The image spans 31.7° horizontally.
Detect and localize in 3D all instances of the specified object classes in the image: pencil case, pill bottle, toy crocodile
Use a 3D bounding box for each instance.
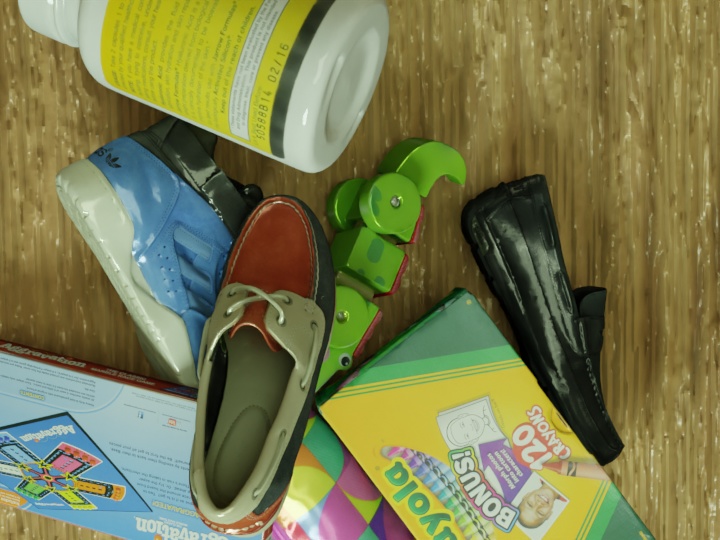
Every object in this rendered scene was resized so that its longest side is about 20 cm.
[{"bbox_3d":[-0.015,0.175,0.818,0.088,0.088,0.200,-42,101,-4],"label":"pencil case"},{"bbox_3d":[-0.093,-0.142,0.735,0.199,0.111,0.112,23,91,12],"label":"pill bottle"},{"bbox_3d":[0.000,0.000,0.800,0.062,0.067,0.201,32,75,-22],"label":"toy crocodile"}]

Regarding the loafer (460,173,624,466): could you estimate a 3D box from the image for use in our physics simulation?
[{"bbox_3d":[0.134,0.033,0.839,0.070,0.068,0.201,-25,96,1],"label":"loafer"}]

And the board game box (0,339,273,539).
[{"bbox_3d":[-0.145,0.112,0.767,0.199,0.019,0.103,13,106,14],"label":"board game box"}]

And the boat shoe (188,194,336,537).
[{"bbox_3d":[-0.057,0.046,0.704,0.071,0.063,0.201,6,71,10],"label":"boat shoe"}]

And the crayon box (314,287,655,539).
[{"bbox_3d":[0.076,0.125,0.795,0.119,0.058,0.200,-37,92,-2],"label":"crayon box"}]

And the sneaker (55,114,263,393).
[{"bbox_3d":[-0.095,0.000,0.788,0.111,0.077,0.201,-33,111,-18],"label":"sneaker"}]
